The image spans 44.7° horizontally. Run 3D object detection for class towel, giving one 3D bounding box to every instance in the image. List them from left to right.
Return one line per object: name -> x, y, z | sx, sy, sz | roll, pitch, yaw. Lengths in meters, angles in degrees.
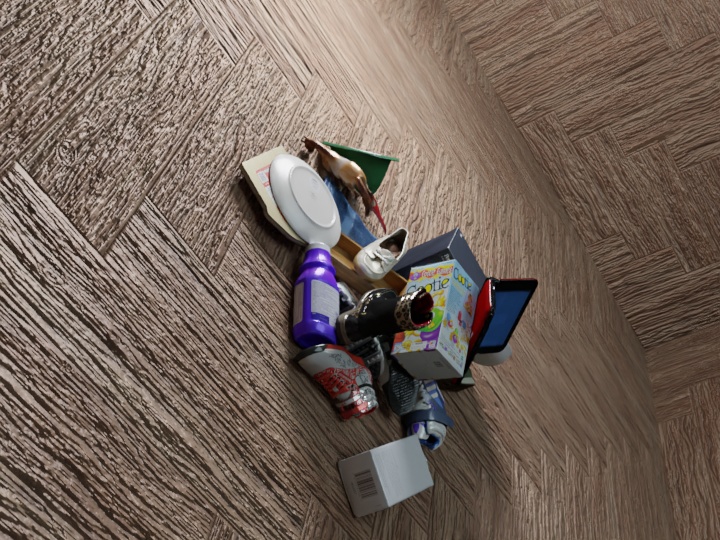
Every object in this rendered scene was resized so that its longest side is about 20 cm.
towel -> -0.032, -0.090, 1.798 | 0.200, 0.048, 0.112 | 55, 28, -23

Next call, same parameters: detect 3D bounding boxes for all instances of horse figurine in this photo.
horse figurine -> -0.033, -0.195, 1.809 | 0.200, 0.050, 0.133 | 43, -15, 35

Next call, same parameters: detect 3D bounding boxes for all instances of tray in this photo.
tray -> 0.000, 0.000, 1.708 | 0.200, 0.037, 0.099 | 36, 30, -4

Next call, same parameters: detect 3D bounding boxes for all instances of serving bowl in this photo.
serving bowl -> 0.250, 0.158, 2.031 | 0.066, 0.200, 0.200 | -48, 121, -15

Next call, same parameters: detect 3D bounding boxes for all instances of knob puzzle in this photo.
knob puzzle -> -0.140, -0.124, 1.628 | 0.220, 0.030, 0.220 | 43, 31, -35

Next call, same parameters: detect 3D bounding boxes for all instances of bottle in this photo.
bottle -> -0.078, 0.043, 1.556 | 0.083, 0.065, 0.201 | 31, 44, -38

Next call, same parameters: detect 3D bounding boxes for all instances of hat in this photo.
hat -> -0.007, -0.173, 1.909 | 0.166, 0.199, 0.177 | -133, -124, -77

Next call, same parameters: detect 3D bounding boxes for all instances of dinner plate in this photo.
dinner plate -> -0.096, -0.135, 1.652 | 0.200, 0.024, 0.201 | 41, 33, -35

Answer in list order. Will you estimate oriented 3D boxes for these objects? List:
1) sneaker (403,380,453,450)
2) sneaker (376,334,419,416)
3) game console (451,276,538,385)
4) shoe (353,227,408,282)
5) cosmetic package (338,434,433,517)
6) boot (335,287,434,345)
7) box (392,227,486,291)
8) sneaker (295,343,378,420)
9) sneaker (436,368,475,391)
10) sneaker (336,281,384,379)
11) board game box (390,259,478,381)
sneaker -> 0.114, 0.262, 1.737 | 0.200, 0.080, 0.147 | 59, 21, -27
sneaker -> 0.056, 0.181, 1.702 | 0.074, 0.088, 0.201 | -14, 95, -28
game console -> 0.268, 0.121, 1.731 | 0.118, 0.200, 0.173 | 17, 33, -4
shoe -> 0.044, -0.035, 1.714 | 0.070, 0.053, 0.200 | 41, 30, 4
cosmetic package -> 0.048, 0.357, 1.537 | 0.200, 0.074, 0.102 | 7, 62, -64
boot -> 0.061, 0.070, 1.546 | 0.200, 0.150, 0.073 | -26, 100, -59
box -> 0.162, 0.046, 1.884 | 0.200, 0.198, 0.123 | 59, 25, -14
sneaker -> -0.034, 0.197, 1.519 | 0.201, 0.067, 0.108 | 28, 41, -57
sneaker -> 0.198, 0.217, 1.968 | 0.200, 0.067, 0.090 | 26, 45, -62
sneaker -> -0.009, 0.109, 1.649 | 0.200, 0.075, 0.081 | 64, 16, -6
board game box -> 0.144, 0.095, 1.669 | 0.105, 0.103, 0.200 | 47, 46, -38
